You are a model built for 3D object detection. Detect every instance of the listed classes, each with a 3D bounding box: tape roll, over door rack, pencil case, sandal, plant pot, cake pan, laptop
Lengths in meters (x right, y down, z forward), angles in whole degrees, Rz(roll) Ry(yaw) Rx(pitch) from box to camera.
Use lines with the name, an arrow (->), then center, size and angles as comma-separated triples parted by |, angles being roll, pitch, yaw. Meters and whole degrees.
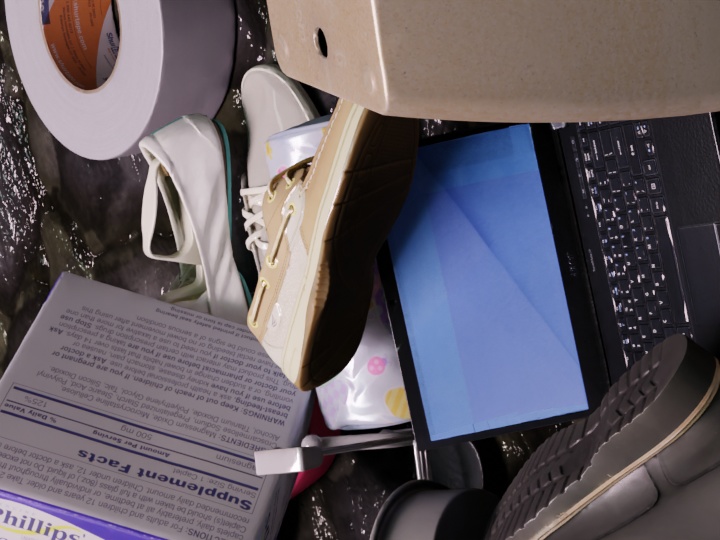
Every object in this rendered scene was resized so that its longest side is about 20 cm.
tape roll -> -0.174, -0.183, 1.248 | 0.200, 0.066, 0.202 | 17, 114, 46
over door rack -> -0.009, 0.168, 1.010 | 0.066, 0.200, 0.149 | -9, 85, 23
pencil case -> 0.000, 0.000, 1.090 | 0.090, 0.083, 0.202 | -13, 92, 41
sandal -> 0.046, 0.192, 1.121 | 0.075, 0.048, 0.202 | 18, 115, 44
plant pot -> 0.052, -0.169, 0.847 | 0.200, 0.176, 0.202 | 31, 135, 61
cake pan -> 0.070, 0.214, 1.001 | 0.037, 0.200, 0.202 | -19, 86, 27
laptop -> 0.105, 0.002, 0.949 | 0.200, 0.103, 0.179 | -6, 97, 60

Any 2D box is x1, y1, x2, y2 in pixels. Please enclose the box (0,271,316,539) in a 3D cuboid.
box -> -0.136, 0.120, 1.090 | 0.182, 0.201, 0.105 | 16, 129, 3

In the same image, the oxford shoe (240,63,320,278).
oxford shoe -> -0.050, -0.037, 1.157 | 0.075, 0.057, 0.202 | -9, 92, 54

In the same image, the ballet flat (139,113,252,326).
ballet flat -> -0.112, -0.002, 1.171 | 0.069, 0.069, 0.202 | 3, 105, 48

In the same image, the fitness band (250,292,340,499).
fitness band -> -0.085, 0.101, 1.258 | 0.200, 0.037, 0.144 | -39, 74, 48

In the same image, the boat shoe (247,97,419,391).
boat shoe -> -0.024, -0.027, 0.980 | 0.066, 0.074, 0.201 | 35, 124, 27

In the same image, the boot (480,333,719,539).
boot -> 0.159, 0.138, 0.922 | 0.138, 0.078, 0.200 | 36, 135, -8
